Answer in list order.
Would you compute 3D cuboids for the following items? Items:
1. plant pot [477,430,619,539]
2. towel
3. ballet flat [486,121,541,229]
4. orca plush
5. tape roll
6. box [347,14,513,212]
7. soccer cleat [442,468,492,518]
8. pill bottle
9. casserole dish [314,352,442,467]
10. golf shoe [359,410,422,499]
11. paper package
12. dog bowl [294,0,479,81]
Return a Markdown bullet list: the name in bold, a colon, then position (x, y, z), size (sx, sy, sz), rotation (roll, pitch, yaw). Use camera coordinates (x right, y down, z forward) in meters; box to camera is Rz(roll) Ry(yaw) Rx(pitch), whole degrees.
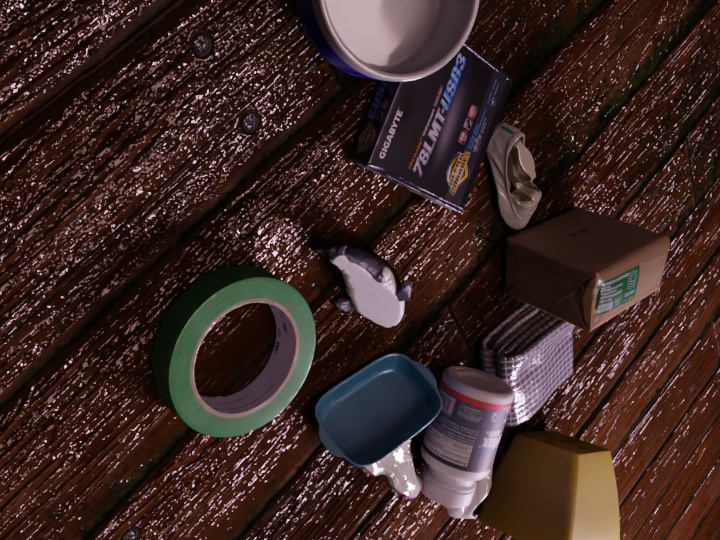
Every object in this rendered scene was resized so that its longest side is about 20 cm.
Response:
- **plant pot**: position (0.369, 0.408, 1.361), size (0.199, 0.199, 0.178), rotation (10, 90, -43)
- **towel**: position (0.300, 0.154, 1.255), size (0.199, 0.085, 0.167), rotation (-33, 127, -27)
- **ballet flat**: position (0.240, -0.133, 1.094), size (0.069, 0.069, 0.201), rotation (-42, 131, -20)
- **orca plush**: position (0.000, 0.000, 0.958), size (0.105, 0.072, 0.199), rotation (-29, 137, 29)
- **tape roll**: position (-0.147, 0.097, 0.860), size (0.199, 0.048, 0.202), rotation (-18, 119, -35)
- **box**: position (0.099, -0.202, 0.954), size (0.198, 0.050, 0.202), rotation (20, 93, -45)
- **soccer cleat**: position (0.204, 0.339, 1.253), size (0.077, 0.069, 0.201), rotation (21, 100, -16)
- **pill bottle**: position (0.163, 0.267, 1.157), size (0.119, 0.119, 0.202), rotation (5, 105, -42)
- **casserole dish**: position (0.024, 0.199, 1.017), size (0.199, 0.121, 0.039), rotation (-29, 155, -31)
- **golf shoe**: position (0.053, 0.281, 1.093), size (0.092, 0.075, 0.200), rotation (-48, 134, -6)
- **paper package**: position (0.362, -0.010, 1.167), size (0.199, 0.190, 0.104), rotation (-21, 120, -32)
- **dog bowl**: position (0.030, -0.312, 0.791), size (0.198, 0.079, 0.202), rotation (-8, 108, -25)
